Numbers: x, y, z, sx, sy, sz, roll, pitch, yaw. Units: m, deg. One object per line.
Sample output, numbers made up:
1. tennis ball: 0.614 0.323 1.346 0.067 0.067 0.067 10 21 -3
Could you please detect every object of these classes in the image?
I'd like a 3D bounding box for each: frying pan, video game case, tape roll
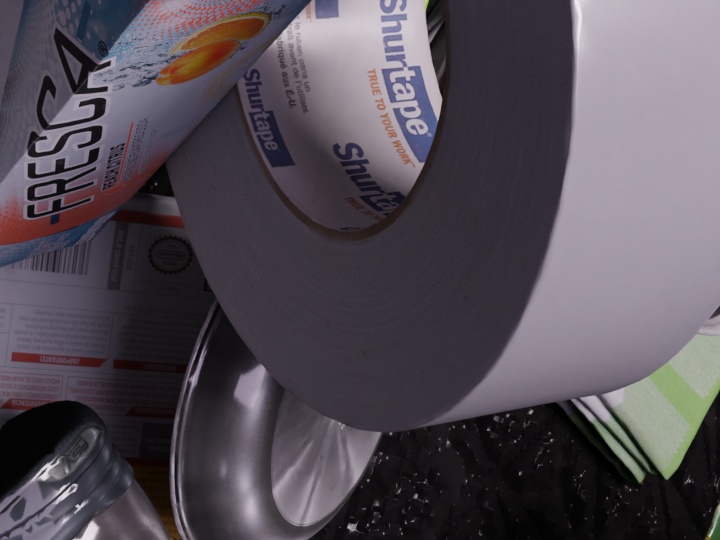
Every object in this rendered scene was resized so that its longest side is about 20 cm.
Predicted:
1. frying pan: 0.000 0.014 0.802 0.190 0.031 0.115 -48 145 -40
2. video game case: -0.081 0.076 0.805 0.142 0.017 0.202 6 92 -36
3. tape roll: 0.019 -0.064 0.659 0.066 0.200 0.202 -9 102 -32

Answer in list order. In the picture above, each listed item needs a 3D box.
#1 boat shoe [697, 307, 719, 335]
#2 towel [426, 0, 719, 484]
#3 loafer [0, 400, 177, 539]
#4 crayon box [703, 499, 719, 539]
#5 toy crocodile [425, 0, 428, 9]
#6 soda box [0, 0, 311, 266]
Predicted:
1. boat shoe: 0.109 -0.010 0.850 0.199 0.074 0.066 6 49 -40
2. towel: 0.087 -0.039 0.903 0.200 0.031 0.150 47 71 -31
3. loafer: -0.132 0.126 0.727 0.200 0.073 0.072 -40 109 -9
4. crayon box: 0.140 0.172 0.833 0.127 0.051 0.201 27 78 -37
5. toy crocodile: 0.084 -0.085 0.834 0.199 0.067 0.062 16 88 -43
6. soda box: -0.071 -0.067 0.675 0.063 0.200 0.069 -18 76 -34
